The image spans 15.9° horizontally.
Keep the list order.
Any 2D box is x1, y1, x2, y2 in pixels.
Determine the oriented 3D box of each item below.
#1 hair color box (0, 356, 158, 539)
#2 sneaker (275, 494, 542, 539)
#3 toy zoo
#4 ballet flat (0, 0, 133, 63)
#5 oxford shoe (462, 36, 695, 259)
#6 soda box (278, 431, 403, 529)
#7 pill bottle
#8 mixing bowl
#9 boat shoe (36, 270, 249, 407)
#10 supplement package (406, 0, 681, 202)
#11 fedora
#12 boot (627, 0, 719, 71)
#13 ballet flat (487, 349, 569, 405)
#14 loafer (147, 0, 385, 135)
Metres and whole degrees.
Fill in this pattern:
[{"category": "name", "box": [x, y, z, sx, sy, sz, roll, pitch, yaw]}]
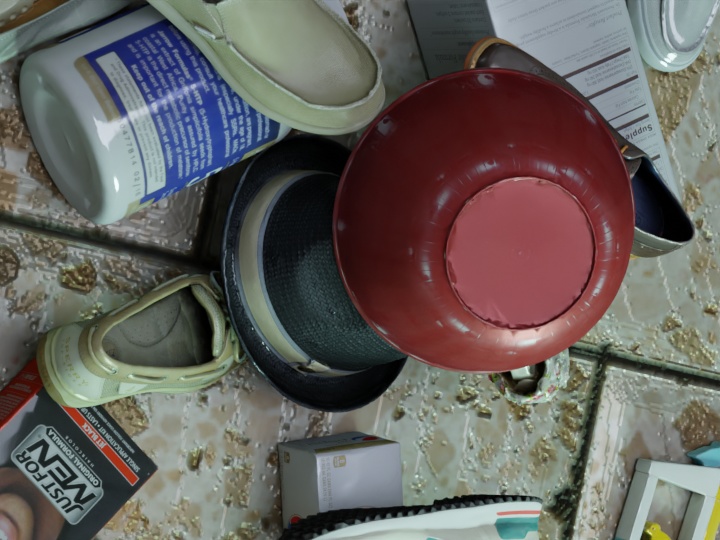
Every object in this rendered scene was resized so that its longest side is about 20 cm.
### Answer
[{"category": "hair color box", "box": [-0.236, 0.161, 1.656, 0.200, 0.061, 0.102, -47, 111, -16]}, {"category": "sneaker", "box": [0.038, 0.203, 1.722, 0.199, 0.070, 0.094, -4, 89, -30]}, {"category": "toy zoo", "box": [0.243, 0.225, 1.927, 0.131, 0.020, 0.201, 21, 84, -26]}, {"category": "ballet flat", "box": [-0.205, -0.180, 1.642, 0.199, 0.064, 0.067, -32, 62, -20]}, {"category": "oxford shoe", "box": [0.148, -0.083, 1.700, 0.200, 0.073, 0.072, 41, 70, -26]}, {"category": "soda box", "box": [-0.009, 0.216, 1.774, 0.068, 0.064, 0.201, -6, 95, -27]}, {"category": "pill bottle", "box": [-0.108, -0.122, 1.672, 0.199, 0.120, 0.120, -27, 105, -22]}, {"category": "mixing bowl", "box": [0.089, -0.021, 1.609, 0.199, 0.108, 0.202, -2, 101, -9]}, {"category": "boat shoe", "box": [-0.119, 0.040, 1.675, 0.200, 0.063, 0.074, -11, 82, -48]}, {"category": "supplement package", "box": [0.129, -0.112, 1.796, 0.109, 0.114, 0.201, -23, 103, -25]}, {"category": "fedora", "box": [0.000, 0.000, 1.717, 0.200, 0.091, 0.202, 5, 83, -50]}, {"category": "boot", "box": [0.253, -0.244, 1.862, 0.073, 0.095, 0.201, 9, 89, -27]}, {"category": "ballet flat", "box": [0.098, -0.001, 1.734, 0.075, 0.064, 0.201, -15, 103, 19]}, {"category": "loafer", "box": [-0.066, -0.159, 1.593, 0.200, 0.068, 0.076, 36, 65, -4]}]
